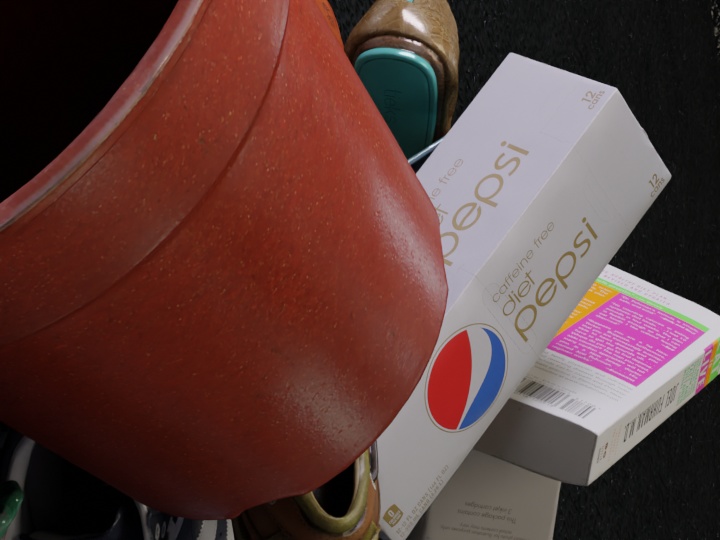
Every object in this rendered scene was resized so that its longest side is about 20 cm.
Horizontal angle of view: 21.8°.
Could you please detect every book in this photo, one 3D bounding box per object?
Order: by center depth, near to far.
[{"bbox_3d":[0.088,0.038,0.894,0.200,0.133,0.049,-22,127,-59],"label":"book"}]

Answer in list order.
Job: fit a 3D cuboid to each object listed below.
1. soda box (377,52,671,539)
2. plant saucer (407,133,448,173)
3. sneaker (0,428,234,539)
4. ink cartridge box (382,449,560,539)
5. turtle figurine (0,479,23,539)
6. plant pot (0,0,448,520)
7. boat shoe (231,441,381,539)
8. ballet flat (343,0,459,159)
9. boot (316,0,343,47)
[{"bbox_3d":[0.040,0.010,0.778,0.201,0.068,0.064,-53,133,-12],"label":"soda box"},{"bbox_3d":[0.000,0.000,0.805,0.199,0.019,0.070,-34,118,-25],"label":"plant saucer"},{"bbox_3d":[-0.076,0.112,0.729,0.109,0.069,0.201,-73,142,-60],"label":"sneaker"},{"bbox_3d":[0.047,0.163,0.929,0.115,0.067,0.202,177,-77,-84],"label":"ink cartridge box"},{"bbox_3d":[-0.091,0.178,0.619,0.201,0.100,0.150,57,12,-19],"label":"turtle figurine"},{"bbox_3d":[-0.076,-0.029,0.574,0.195,0.199,0.203,49,37,-48],"label":"plant pot"},{"bbox_3d":[-0.030,0.017,0.699,0.068,0.071,0.202,112,-38,-60],"label":"boat shoe"},{"bbox_3d":[0.016,-0.062,0.882,0.201,0.067,0.073,93,11,-52],"label":"ballet flat"},{"bbox_3d":[-0.047,-0.093,0.868,0.108,0.074,0.200,67,20,1],"label":"boot"}]
